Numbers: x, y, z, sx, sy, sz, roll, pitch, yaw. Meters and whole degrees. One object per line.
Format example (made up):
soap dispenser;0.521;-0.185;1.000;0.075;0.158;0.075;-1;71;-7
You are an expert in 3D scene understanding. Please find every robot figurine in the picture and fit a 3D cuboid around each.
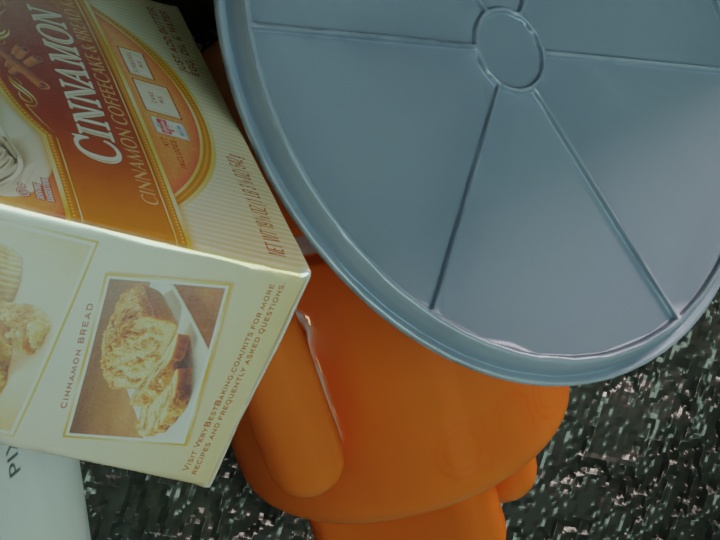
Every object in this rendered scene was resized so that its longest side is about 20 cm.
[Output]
robot figurine;0.000;-0.001;0.912;0.143;0.116;0.201;-28;118;-23

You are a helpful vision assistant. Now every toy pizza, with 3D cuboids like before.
toy pizza;0.035;-0.060;0.844;0.199;0.032;0.201;15;64;-33

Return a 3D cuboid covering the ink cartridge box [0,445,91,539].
ink cartridge box;-0.093;0.090;0.819;0.047;0.200;0.161;-10;112;-11

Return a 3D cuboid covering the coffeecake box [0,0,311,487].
coffeecake box;-0.133;-0.031;0.750;0.199;0.154;0.073;13;117;-26
